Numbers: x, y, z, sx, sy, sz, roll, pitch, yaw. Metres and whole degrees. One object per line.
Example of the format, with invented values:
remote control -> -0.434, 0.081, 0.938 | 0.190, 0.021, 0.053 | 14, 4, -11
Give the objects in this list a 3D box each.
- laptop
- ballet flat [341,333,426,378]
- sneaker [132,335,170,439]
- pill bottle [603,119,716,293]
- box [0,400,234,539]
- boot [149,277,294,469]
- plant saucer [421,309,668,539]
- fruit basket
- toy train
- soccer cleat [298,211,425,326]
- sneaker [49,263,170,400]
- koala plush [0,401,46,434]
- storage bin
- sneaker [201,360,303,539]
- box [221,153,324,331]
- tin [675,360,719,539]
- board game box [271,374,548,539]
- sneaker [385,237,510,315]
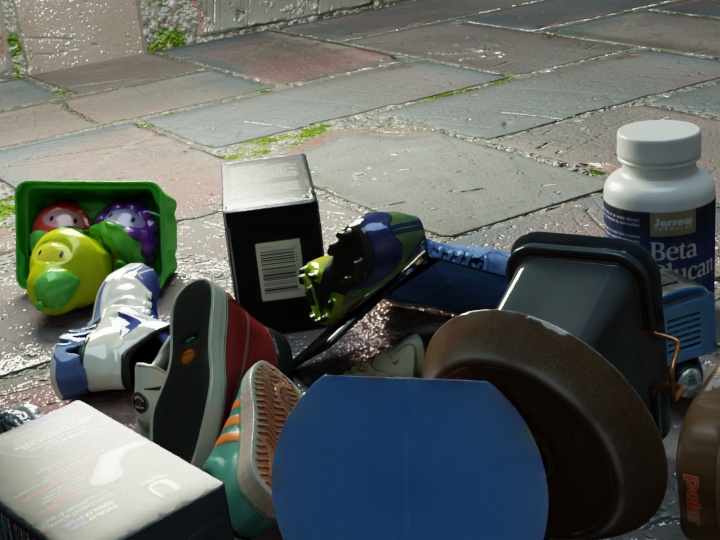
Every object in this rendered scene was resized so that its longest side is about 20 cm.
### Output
laptop -> 0.054, 0.058, 1.198 | 0.200, 0.116, 0.187 | -42, 1, -18
ballet flat -> 0.072, 0.090, 1.157 | 0.199, 0.064, 0.076 | 0, 22, 17
sneaker -> -0.141, 0.085, 1.194 | 0.074, 0.089, 0.200 | 6, 22, 31
pill bottle -> 0.303, -0.046, 1.262 | 0.111, 0.201, 0.111 | -5, 20, 2
box -> -0.194, 0.189, 0.900 | 0.122, 0.106, 0.200 | -24, 28, -36
boot -> -0.111, 0.123, 1.112 | 0.072, 0.144, 0.200 | -18, 50, 30
plant saucer -> 0.119, 0.120, 0.885 | 0.200, 0.201, 0.034 | 12, 40, 39
fruit basket -> -0.332, -0.030, 1.489 | 0.215, 0.156, 0.216 | 0, 4, 0
toy train -> 0.248, 0.047, 1.154 | 0.086, 0.115, 0.200 | -12, 22, -19
soccer cleat -> 0.000, 0.001, 1.120 | 0.084, 0.065, 0.200 | -17, -12, -22
sneaker -> -0.226, 0.071, 1.280 | 0.115, 0.081, 0.200 | 3, 29, 12
koala plush -> -0.357, 0.133, 1.032 | 0.177, 0.184, 0.200 | -19, 36, -30
storage bin -> 0.167, 0.093, 0.965 | 0.145, 0.200, 0.134 | 6, 34, 28
sneaker -> -0.092, 0.146, 1.009 | 0.080, 0.071, 0.200 | -43, 17, 18
box -> -0.098, -0.034, 1.414 | 0.104, 0.148, 0.200 | -8, 19, -5
tin -> 0.282, 0.127, 0.935 | 0.042, 0.112, 0.200 | 7, 23, 31
board game box -> 0.036, 0.151, 0.889 | 0.199, 0.159, 0.039 | 0, 5, 15
sneaker -> 0.083, -0.001, 1.313 | 0.199, 0.077, 0.111 | 5, -17, 33
